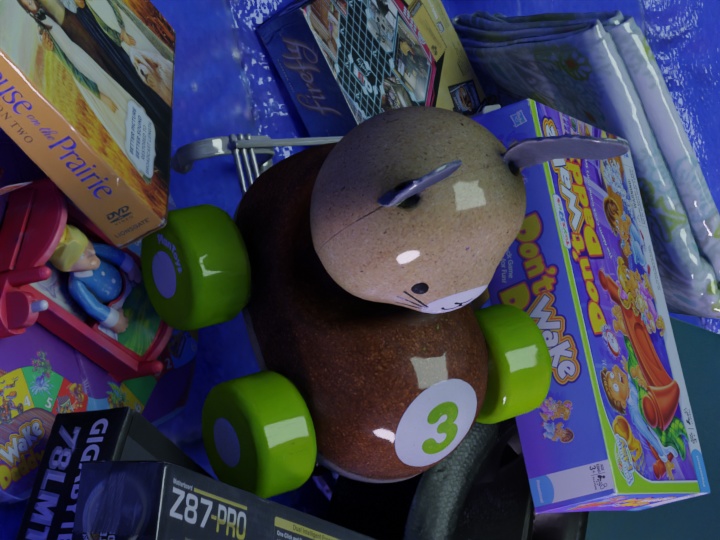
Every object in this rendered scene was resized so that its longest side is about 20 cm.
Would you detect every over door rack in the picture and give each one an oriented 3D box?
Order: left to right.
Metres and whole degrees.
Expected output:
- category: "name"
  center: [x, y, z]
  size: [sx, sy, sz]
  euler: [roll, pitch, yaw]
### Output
- category: "over door rack"
  center: [0.000, 0.000, 0.968]
  size: [0.200, 0.067, 0.148]
  euler: [-9, 83, -38]

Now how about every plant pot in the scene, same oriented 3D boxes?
- category: "plant pot"
  center: [0.183, 0.155, 1.130]
  size: [0.200, 0.141, 0.141]
  euler: [-50, 146, -31]

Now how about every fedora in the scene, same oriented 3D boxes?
- category: "fedora"
  center: [0.044, 0.133, 0.984]
  size: [0.201, 0.092, 0.201]
  euler: [-27, 122, -55]

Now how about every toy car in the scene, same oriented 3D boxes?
- category: "toy car"
  center: [0.027, -0.005, 0.807]
  size: [0.164, 0.200, 0.158]
  euler: [-14, 76, -32]

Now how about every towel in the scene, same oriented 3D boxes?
- category: "towel"
  center: [0.134, -0.064, 1.126]
  size: [0.048, 0.171, 0.200]
  euler: [-34, 110, -20]

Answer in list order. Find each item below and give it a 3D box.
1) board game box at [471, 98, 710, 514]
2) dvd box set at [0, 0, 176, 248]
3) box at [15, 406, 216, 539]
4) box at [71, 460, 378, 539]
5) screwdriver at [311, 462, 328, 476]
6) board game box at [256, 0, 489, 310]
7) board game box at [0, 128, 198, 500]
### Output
- category: "board game box"
  center: [0.116, 0.023, 0.972]
  size: [0.134, 0.045, 0.200]
  euler: [10, 65, -60]
- category: "dvd box set"
  center: [-0.149, -0.123, 0.813]
  size: [0.200, 0.029, 0.146]
  euler: [50, 24, -37]
- category: "box"
  center: [-0.088, 0.193, 0.819]
  size: [0.200, 0.050, 0.199]
  euler: [50, 43, -43]
- category: "box"
  center: [-0.051, 0.178, 0.788]
  size: [0.200, 0.049, 0.161]
  euler: [30, 63, -55]
- category: "screwdriver"
  center: [0.011, 0.045, 1.037]
  size: [0.028, 0.029, 0.200]
  euler: [62, 38, -22]
- category: "board game box"
  center: [0.029, -0.078, 1.078]
  size: [0.135, 0.035, 0.200]
  euler: [-43, 111, -51]
- category: "board game box"
  center: [-0.124, 0.006, 0.842]
  size: [0.200, 0.039, 0.158]
  euler: [-27, 102, -54]
